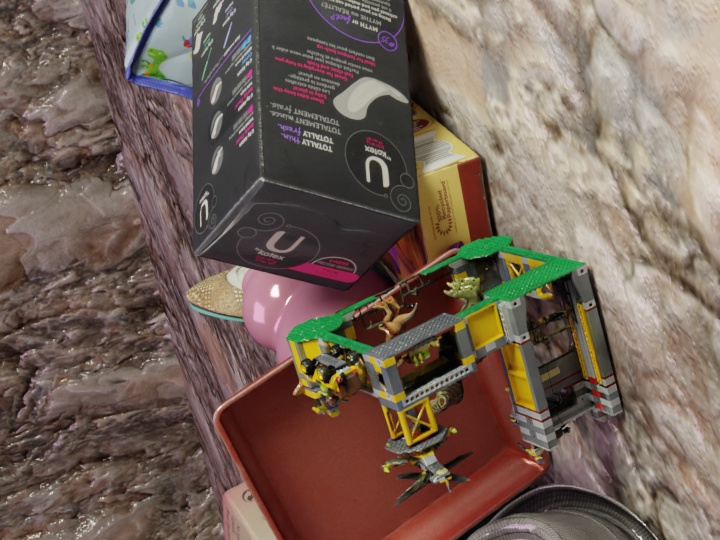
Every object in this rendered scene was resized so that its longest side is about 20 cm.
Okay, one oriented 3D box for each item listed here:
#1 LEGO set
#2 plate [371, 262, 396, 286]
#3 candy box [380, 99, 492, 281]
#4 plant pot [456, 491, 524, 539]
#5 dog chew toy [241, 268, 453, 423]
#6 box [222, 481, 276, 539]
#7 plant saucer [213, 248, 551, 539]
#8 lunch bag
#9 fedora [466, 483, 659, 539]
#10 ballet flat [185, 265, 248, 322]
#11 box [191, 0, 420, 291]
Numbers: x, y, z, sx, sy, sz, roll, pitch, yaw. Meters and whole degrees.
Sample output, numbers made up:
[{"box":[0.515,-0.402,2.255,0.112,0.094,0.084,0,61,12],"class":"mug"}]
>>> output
[{"box":[0.061,0.068,0.996,0.153,0.199,0.117,7,119,54],"class":"LEGO set"},{"box":[0.000,0.000,1.329,0.201,0.026,0.200,52,178,2],"class":"plate"},{"box":[0.035,-0.057,1.189,0.200,0.056,0.118,-132,26,-59],"class":"candy box"},{"box":[0.053,0.215,1.255,0.201,0.199,0.135,60,136,41],"class":"plant pot"},{"box":[-0.005,0.054,1.210,0.199,0.125,0.125,33,151,21],"class":"dog chew toy"},{"box":[-0.023,0.270,1.393,0.200,0.108,0.128,51,155,33],"class":"box"},{"box":[0.015,0.109,1.099,0.037,0.199,0.201,36,155,56],"class":"plant saucer"},{"box":[-0.098,-0.249,1.259,0.201,0.126,0.171,-61,24,31],"class":"lunch bag"},{"box":[0.108,0.227,0.982,0.176,0.090,0.202,-1,78,39],"class":"fedora"},{"box":[-0.060,0.018,1.471,0.071,0.198,0.066,-65,-17,-63],"class":"ballet flat"},{"box":[-0.040,-0.105,1.103,0.106,0.121,0.202,-43,41,47],"class":"box"}]
